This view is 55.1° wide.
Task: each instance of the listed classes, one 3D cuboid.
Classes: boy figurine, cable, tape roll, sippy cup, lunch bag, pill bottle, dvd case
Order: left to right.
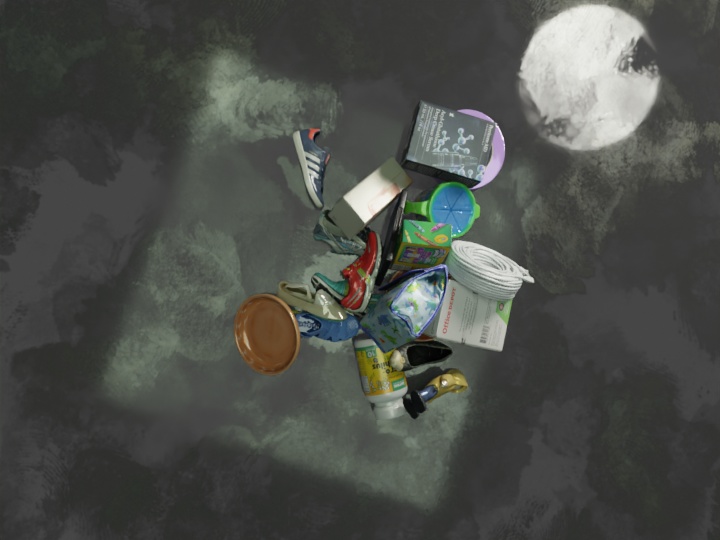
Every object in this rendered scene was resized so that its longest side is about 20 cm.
[{"bbox_3d":[0.056,0.263,1.730,0.111,0.113,0.204,-11,90,-4],"label":"pill bottle"},{"bbox_3d":[0.075,-0.079,1.687,0.017,0.143,0.203,16,63,-3],"label":"dvd case"},{"bbox_3d":[0.112,0.076,1.642,0.128,0.170,0.200,48,57,-6],"label":"lunch bag"},{"bbox_3d":[0.192,0.305,1.733,0.198,0.125,0.065,-15,64,-44],"label":"boy figurine"},{"bbox_3d":[0.200,-0.154,1.729,0.177,0.130,0.141,39,81,-22],"label":"sippy cup"},{"bbox_3d":[0.268,-0.306,1.778,0.196,0.066,0.204,0,89,-3],"label":"tape roll"},{"bbox_3d":[0.306,-0.002,1.715,0.198,0.200,0.070,0,122,-41],"label":"cable"}]

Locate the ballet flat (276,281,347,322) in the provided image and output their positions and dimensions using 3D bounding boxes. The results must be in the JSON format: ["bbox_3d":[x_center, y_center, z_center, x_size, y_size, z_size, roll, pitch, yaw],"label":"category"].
[{"bbox_3d":[-0.122,0.071,1.711,0.197,0.069,0.071,15,88,19],"label":"ballet flat"}]

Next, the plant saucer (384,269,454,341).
[{"bbox_3d":[0.157,0.080,1.780,0.196,0.032,0.204,0,90,-4],"label":"plant saucer"}]

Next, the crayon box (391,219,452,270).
[{"bbox_3d":[0.145,-0.055,1.671,0.117,0.200,0.059,6,72,-3],"label":"crayon box"}]

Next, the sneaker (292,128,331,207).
[{"bbox_3d":[-0.107,-0.264,1.746,0.083,0.075,0.203,-16,90,0],"label":"sneaker"}]

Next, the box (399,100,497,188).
[{"bbox_3d":[0.212,-0.305,1.689,0.197,0.107,0.151,15,87,-4],"label":"box"}]

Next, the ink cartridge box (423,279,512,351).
[{"bbox_3d":[0.268,0.111,1.733,0.197,0.084,0.148,14,88,-23],"label":"ink cartridge box"}]

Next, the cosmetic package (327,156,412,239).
[{"bbox_3d":[0.026,-0.178,1.700,0.087,0.103,0.200,48,58,-1],"label":"cosmetic package"}]

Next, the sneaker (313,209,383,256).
[{"bbox_3d":[-0.030,-0.077,1.759,0.198,0.078,0.086,30,125,-17],"label":"sneaker"}]

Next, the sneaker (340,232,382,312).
[{"bbox_3d":[0.000,0.000,1.684,0.084,0.077,0.203,15,88,-7],"label":"sneaker"}]

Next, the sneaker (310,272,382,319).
[{"bbox_3d":[-0.035,0.056,1.758,0.198,0.078,0.081,27,68,-8],"label":"sneaker"}]

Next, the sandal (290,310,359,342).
[{"bbox_3d":[-0.098,0.141,1.735,0.196,0.087,0.081,0,87,-6],"label":"sandal"}]

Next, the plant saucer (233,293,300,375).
[{"bbox_3d":[-0.227,0.156,1.710,0.197,0.037,0.204,4,99,29],"label":"plant saucer"}]

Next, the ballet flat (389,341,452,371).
[{"bbox_3d":[0.149,0.207,1.716,0.198,0.056,0.068,-8,88,-42],"label":"ballet flat"}]
